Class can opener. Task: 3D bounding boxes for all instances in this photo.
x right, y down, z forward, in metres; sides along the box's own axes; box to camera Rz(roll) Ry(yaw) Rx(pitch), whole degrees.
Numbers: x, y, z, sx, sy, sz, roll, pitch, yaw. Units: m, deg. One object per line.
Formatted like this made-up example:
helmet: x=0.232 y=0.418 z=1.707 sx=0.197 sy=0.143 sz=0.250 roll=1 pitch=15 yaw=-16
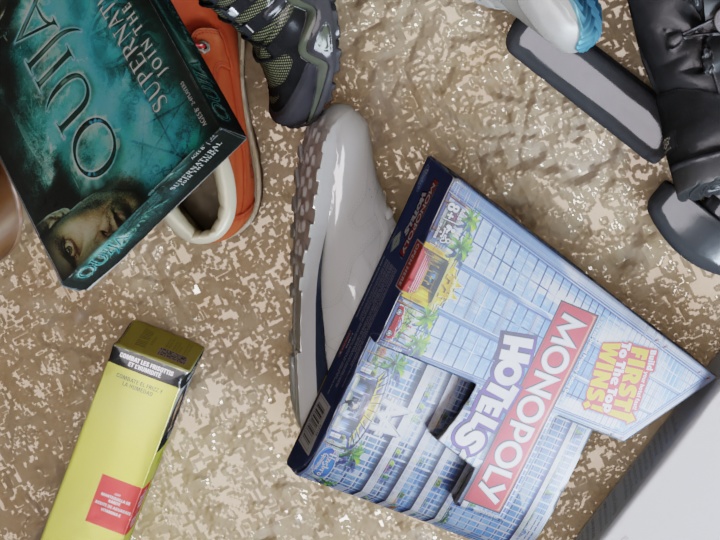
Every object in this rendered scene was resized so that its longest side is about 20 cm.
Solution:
can opener: x=0.161 y=-0.074 z=1.480 sx=0.200 sy=0.053 sz=0.066 roll=42 pitch=100 yaw=-4

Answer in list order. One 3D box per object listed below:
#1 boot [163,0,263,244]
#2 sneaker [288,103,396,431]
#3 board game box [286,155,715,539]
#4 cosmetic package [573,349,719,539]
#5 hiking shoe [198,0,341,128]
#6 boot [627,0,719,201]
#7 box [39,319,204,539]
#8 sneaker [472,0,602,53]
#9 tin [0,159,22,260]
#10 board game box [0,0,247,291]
boot: x=-0.102 y=-0.110 z=1.467 sx=0.075 sy=0.107 sz=0.200 roll=-14 pitch=98 yaw=8
sneaker: x=0.000 y=0.000 z=1.504 sx=0.080 sy=0.076 sz=0.200 roll=0 pitch=107 yaw=-5
board game box: x=0.090 y=0.065 z=1.477 sx=0.200 sy=0.062 sz=0.200 roll=22 pitch=99 yaw=-18
cosmetic package: x=0.200 y=0.150 z=1.511 sx=0.102 sy=0.074 sz=0.200 roll=37 pitch=99 yaw=-3
hiking shoe: x=-0.068 y=-0.169 z=1.438 sx=0.101 sy=0.076 sz=0.200 roll=-10 pitch=120 yaw=-6
boot: x=0.230 y=-0.154 z=1.447 sx=0.165 sy=0.066 sz=0.200 roll=-11 pitch=79 yaw=-10
box: x=-0.154 y=0.134 z=1.532 sx=0.050 sy=0.075 sz=0.200 roll=22 pitch=100 yaw=0
sneaker: x=0.054 y=-0.184 z=1.446 sx=0.200 sy=0.076 sz=0.081 roll=45 pitch=104 yaw=18
tin: x=-0.276 y=-0.079 z=1.488 sx=0.112 sy=0.042 sz=0.200 roll=-21 pitch=108 yaw=47
board game box: x=-0.154 y=-0.105 z=1.440 sx=0.135 sy=0.028 sz=0.200 roll=-43 pitch=57 yaw=21
